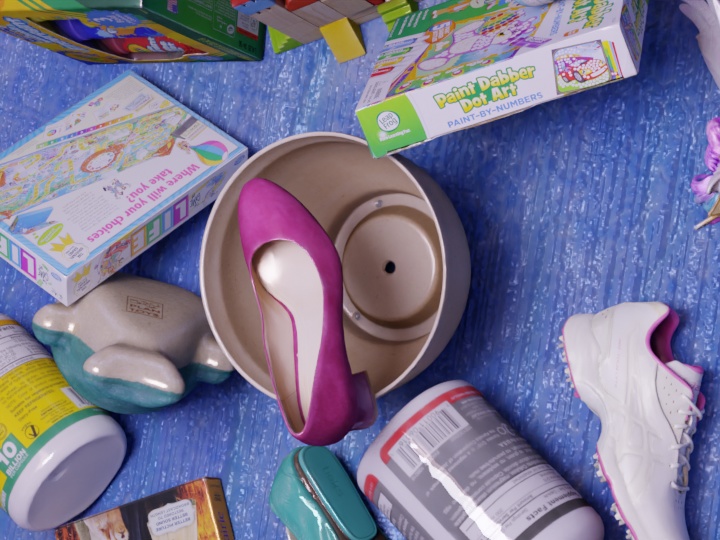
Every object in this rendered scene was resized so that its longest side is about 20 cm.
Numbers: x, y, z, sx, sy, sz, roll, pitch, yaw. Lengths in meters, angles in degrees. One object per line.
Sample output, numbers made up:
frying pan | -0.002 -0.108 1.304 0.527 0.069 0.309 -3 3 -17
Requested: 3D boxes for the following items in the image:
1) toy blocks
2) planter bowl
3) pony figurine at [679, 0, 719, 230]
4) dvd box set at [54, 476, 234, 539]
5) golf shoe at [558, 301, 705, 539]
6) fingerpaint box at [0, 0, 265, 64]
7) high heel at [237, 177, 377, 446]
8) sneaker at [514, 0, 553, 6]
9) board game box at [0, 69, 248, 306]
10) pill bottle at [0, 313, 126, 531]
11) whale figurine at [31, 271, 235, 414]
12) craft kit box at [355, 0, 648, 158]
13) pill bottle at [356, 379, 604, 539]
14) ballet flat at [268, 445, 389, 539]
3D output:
toy blocks | -0.012 -0.234 1.731 0.200 0.137 0.100 -19 75 21
planter bowl | 0.000 0.000 1.687 0.200 0.135 0.201 0 91 27
pony figurine | 0.305 -0.130 1.579 0.200 0.167 0.193 -18 83 6
dvd box set | -0.154 0.278 1.781 0.146 0.029 0.200 -20 74 21
golf shoe | 0.209 0.114 1.617 0.091 0.075 0.200 -22 75 17
fingerpaint box | -0.191 -0.213 1.775 0.167 0.200 0.073 2 84 24
high heel | -0.054 0.028 1.586 0.067 0.096 0.200 -21 82 26
sneaker | 0.175 -0.283 1.598 0.130 0.080 0.200 -1 76 33
board game box | -0.204 -0.069 1.780 0.134 0.034 0.200 34 52 25
pill bottle | -0.290 0.105 1.823 0.200 0.113 0.113 43 101 23
whale figurine | -0.176 0.072 1.737 0.159 0.200 0.104 14 105 -10
craft kit box | 0.107 -0.162 1.634 0.197 0.200 0.049 -15 112 16
pill bottle | 0.101 0.184 1.632 0.114 0.114 0.200 -49 67 11
ballet flat | -0.004 0.224 1.710 0.200 0.067 0.070 55 129 21
